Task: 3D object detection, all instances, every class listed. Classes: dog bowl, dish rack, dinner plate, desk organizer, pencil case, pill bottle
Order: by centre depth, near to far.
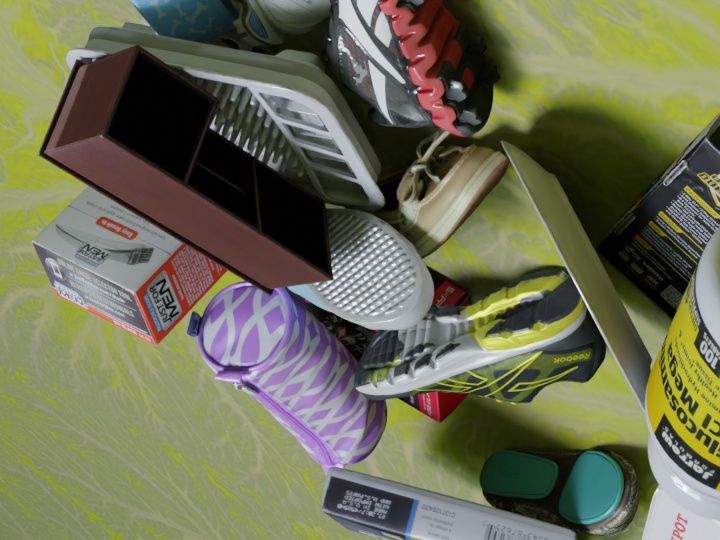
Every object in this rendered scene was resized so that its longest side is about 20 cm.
[{"bbox_3d":[0.222,0.059,1.029,0.112,0.113,0.201,34,150,16],"label":"pill bottle"},{"bbox_3d":[0.143,0.002,1.160,0.201,0.024,0.200,60,-172,-13],"label":"dinner plate"},{"bbox_3d":[-0.101,-0.063,1.199,0.199,0.072,0.077,32,156,-31],"label":"desk organizer"},{"bbox_3d":[-0.083,-0.108,1.229,0.198,0.044,0.172,12,161,22],"label":"dish rack"},{"bbox_3d":[-0.159,-0.231,1.243,0.200,0.049,0.112,51,-175,-6],"label":"dog bowl"},{"bbox_3d":[-0.048,0.082,1.396,0.083,0.086,0.200,-8,151,25],"label":"pencil case"}]

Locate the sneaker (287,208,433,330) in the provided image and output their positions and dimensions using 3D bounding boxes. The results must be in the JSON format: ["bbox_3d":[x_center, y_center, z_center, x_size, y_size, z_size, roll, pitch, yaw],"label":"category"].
[{"bbox_3d":[0.000,0.000,1.285,0.082,0.074,0.199,28,180,-39],"label":"sneaker"}]

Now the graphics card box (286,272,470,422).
[{"bbox_3d":[-0.004,0.026,1.458,0.199,0.051,0.126,30,150,26],"label":"graphics card box"}]

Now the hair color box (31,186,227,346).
[{"bbox_3d":[-0.132,-0.049,1.362,0.110,0.200,0.064,24,147,33],"label":"hair color box"}]

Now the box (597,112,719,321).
[{"bbox_3d":[0.253,0.009,1.092,0.200,0.049,0.160,42,150,4],"label":"box"}]

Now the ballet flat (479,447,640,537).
[{"bbox_3d":[0.171,0.175,1.432,0.075,0.068,0.199,31,165,-25],"label":"ballet flat"}]

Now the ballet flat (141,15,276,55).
[{"bbox_3d":[-0.078,-0.137,1.313,0.199,0.070,0.070,39,152,8],"label":"ballet flat"}]

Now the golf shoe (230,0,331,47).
[{"bbox_3d":[-0.073,-0.244,1.175,0.097,0.079,0.201,-18,120,37],"label":"golf shoe"}]

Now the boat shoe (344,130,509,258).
[{"bbox_3d":[0.039,-0.049,1.270,0.063,0.073,0.200,46,154,-4],"label":"boat shoe"}]

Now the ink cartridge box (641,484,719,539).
[{"bbox_3d":[0.300,0.207,1.267,0.199,0.083,0.147,32,151,20],"label":"ink cartridge box"}]

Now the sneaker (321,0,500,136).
[{"bbox_3d":[0.009,-0.165,1.134,0.097,0.071,0.201,-4,130,32],"label":"sneaker"}]

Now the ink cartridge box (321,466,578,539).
[{"bbox_3d":[0.078,0.210,1.465,0.196,0.047,0.200,12,167,12],"label":"ink cartridge box"}]

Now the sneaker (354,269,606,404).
[{"bbox_3d":[0.085,0.069,1.320,0.199,0.075,0.085,-17,127,33],"label":"sneaker"}]
